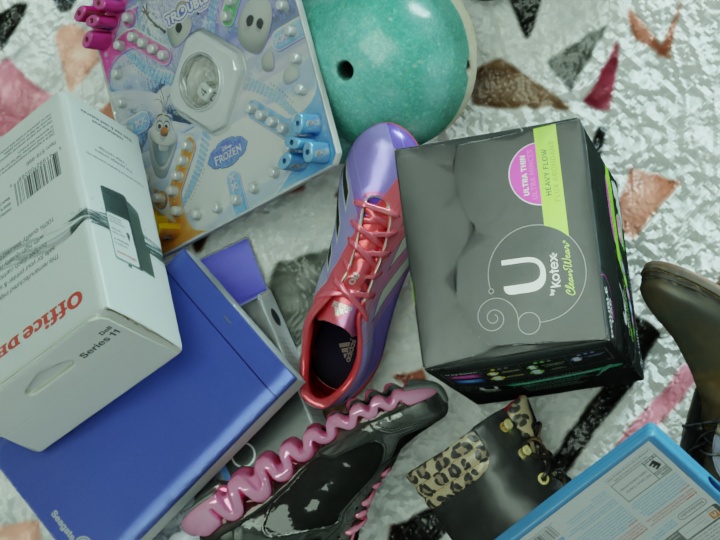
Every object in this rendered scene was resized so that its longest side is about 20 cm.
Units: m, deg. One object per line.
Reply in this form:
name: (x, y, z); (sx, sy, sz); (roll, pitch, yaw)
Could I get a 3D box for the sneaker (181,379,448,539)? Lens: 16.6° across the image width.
sneaker: (-0.017, 0.148, 1.650); (0.200, 0.079, 0.095); (-33, 89, 9)

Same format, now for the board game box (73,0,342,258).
board game box: (-0.113, -0.133, 1.726); (0.200, 0.026, 0.200); (-26, 73, 40)

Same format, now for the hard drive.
hard drive: (-0.149, 0.101, 1.690); (0.200, 0.025, 0.132); (-46, 64, 6)

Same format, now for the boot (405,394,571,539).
boot: (0.141, 0.150, 1.638); (0.200, 0.073, 0.151); (-34, 84, 12)

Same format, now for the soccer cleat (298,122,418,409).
soccer cleat: (0.000, 0.000, 1.670); (0.067, 0.076, 0.200); (18, 109, 9)

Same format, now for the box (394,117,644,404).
box: (0.108, -0.001, 1.612); (0.124, 0.200, 0.149); (-10, 78, 11)

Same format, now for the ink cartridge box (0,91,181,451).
ink cartridge box: (-0.213, 0.002, 1.692); (0.147, 0.083, 0.200); (-34, 48, 24)

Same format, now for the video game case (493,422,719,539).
video game case: (0.201, 0.201, 1.573); (0.200, 0.018, 0.143); (42, 116, -16)

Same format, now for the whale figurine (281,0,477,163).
whale figurine: (-0.021, -0.150, 1.712); (0.200, 0.104, 0.159); (10, 107, 24)

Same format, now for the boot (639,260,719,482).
boot: (0.233, 0.088, 1.567); (0.200, 0.075, 0.097); (44, 69, -11)

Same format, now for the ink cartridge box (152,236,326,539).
ink cartridge box: (-0.134, 0.100, 1.734); (0.198, 0.043, 0.200); (-26, 75, 8)
